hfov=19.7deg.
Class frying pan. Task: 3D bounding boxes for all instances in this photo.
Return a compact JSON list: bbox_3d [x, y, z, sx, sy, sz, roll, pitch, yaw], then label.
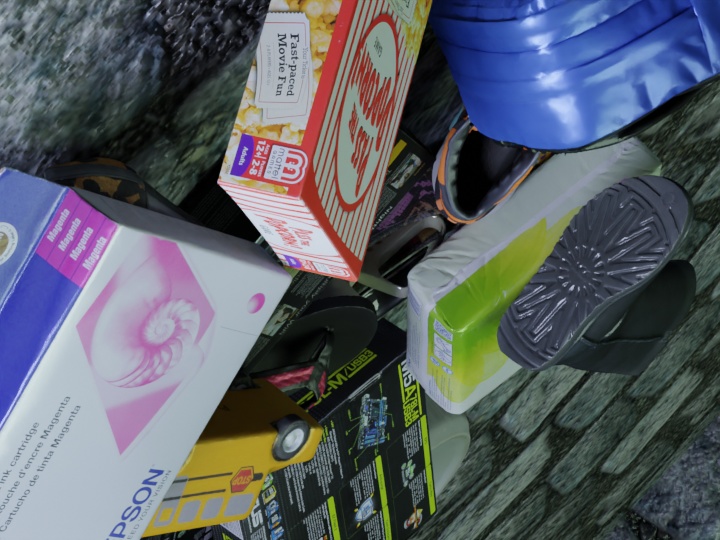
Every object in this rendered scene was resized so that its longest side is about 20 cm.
[{"bbox_3d":[-0.017,0.039,1.500,0.190,0.031,0.115,-37,-179,-38],"label":"frying pan"}]

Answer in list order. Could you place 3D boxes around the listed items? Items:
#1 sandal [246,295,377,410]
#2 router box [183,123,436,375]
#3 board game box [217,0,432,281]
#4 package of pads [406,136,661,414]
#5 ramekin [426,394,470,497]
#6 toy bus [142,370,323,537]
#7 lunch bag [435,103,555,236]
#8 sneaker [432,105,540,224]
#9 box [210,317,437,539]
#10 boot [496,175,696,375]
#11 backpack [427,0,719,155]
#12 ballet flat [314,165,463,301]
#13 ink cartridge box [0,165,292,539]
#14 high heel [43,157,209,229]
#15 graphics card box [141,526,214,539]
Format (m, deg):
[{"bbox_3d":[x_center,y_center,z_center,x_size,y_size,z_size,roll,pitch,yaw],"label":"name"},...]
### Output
[{"bbox_3d":[-0.068,0.084,1.402,0.199,0.045,0.075,-32,141,10],"label":"sandal"},{"bbox_3d":[-0.052,-0.027,1.297,0.200,0.052,0.157,-49,162,4],"label":"router box"},{"bbox_3d":[-0.011,-0.112,1.083,0.152,0.046,0.202,54,50,-72],"label":"board game box"},{"bbox_3d":[0.119,0.001,1.475,0.199,0.068,0.155,-37,158,-16],"label":"package of pads"},{"bbox_3d":[0.007,0.165,1.759,0.202,0.094,0.203,-41,161,-17],"label":"ramekin"},{"bbox_3d":[-0.115,0.115,1.267,0.199,0.065,0.079,-3,120,-50],"label":"toy bus"},{"bbox_3d":[0.137,-0.109,1.510,0.160,0.077,0.201,-29,156,-41],"label":"lunch bag"},{"bbox_3d":[0.110,-0.117,1.346,0.112,0.077,0.201,-78,-168,-84],"label":"sneaker"},{"bbox_3d":[-0.026,0.165,1.561,0.193,0.047,0.201,-40,142,-29],"label":"box"},{"bbox_3d":[0.194,0.007,1.433,0.165,0.066,0.200,-43,156,20],"label":"boot"},{"bbox_3d":[0.136,-0.172,1.236,0.199,0.169,0.162,-36,-159,-17],"label":"backpack"},{"bbox_3d":[0.000,0.000,1.440,0.200,0.071,0.069,-40,159,-21],"label":"ballet flat"},{"bbox_3d":[-0.152,0.058,1.080,0.199,0.043,0.197,16,109,-52],"label":"ink cartridge box"},{"bbox_3d":[-0.178,0.017,1.138,0.200,0.072,0.142,-38,141,16],"label":"high heel"},{"bbox_3d":[-0.115,0.165,1.556,0.200,0.051,0.126,-37,158,-32],"label":"graphics card box"}]
